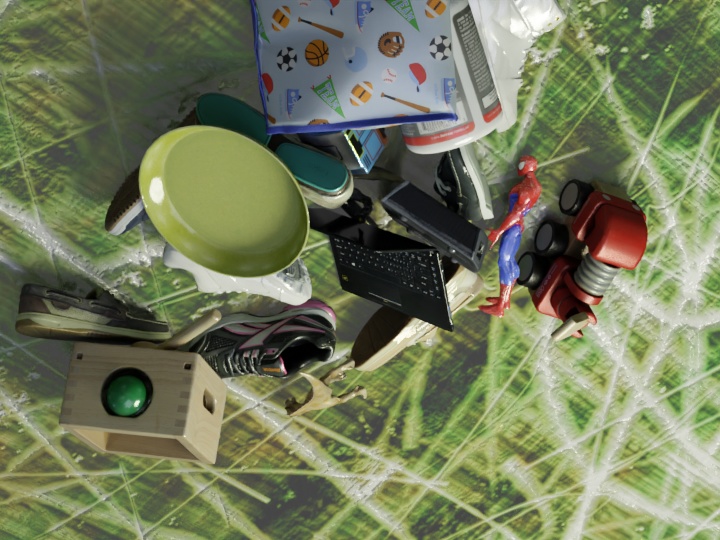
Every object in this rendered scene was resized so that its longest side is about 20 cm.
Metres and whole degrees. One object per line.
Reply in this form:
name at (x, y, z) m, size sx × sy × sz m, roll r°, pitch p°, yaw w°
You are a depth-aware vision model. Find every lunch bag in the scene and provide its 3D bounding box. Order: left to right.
lunch bag at (-0.008, -0.227, 1.424) m, size 0.198 × 0.124 × 0.172 m, roll -6°, pitch 99°, yaw 1°

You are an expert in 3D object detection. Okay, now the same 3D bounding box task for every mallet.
mallet at (0.028, -0.051, 1.736) m, size 0.066 × 0.041 × 0.200 m, roll -30°, pitch 123°, yaw 12°

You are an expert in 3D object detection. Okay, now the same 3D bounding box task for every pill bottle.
pill bottle at (0.074, -0.239, 1.536) m, size 0.115 × 0.116 × 0.202 m, roll -20°, pitch 108°, yaw 0°

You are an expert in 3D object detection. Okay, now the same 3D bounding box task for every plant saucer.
plant saucer at (-0.144, -0.080, 1.540) m, size 0.198 × 0.031 × 0.201 m, roll 12°, pitch 130°, yaw 14°

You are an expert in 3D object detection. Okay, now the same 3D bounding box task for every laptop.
laptop at (0.000, 0.000, 1.660) m, size 0.103 × 0.176 × 0.201 m, roll -44°, pitch 138°, yaw -32°

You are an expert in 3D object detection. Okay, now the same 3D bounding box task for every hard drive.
hard drive at (0.090, -0.051, 1.644) m, size 0.134 × 0.200 × 0.043 m, roll 34°, pitch 89°, yaw 7°

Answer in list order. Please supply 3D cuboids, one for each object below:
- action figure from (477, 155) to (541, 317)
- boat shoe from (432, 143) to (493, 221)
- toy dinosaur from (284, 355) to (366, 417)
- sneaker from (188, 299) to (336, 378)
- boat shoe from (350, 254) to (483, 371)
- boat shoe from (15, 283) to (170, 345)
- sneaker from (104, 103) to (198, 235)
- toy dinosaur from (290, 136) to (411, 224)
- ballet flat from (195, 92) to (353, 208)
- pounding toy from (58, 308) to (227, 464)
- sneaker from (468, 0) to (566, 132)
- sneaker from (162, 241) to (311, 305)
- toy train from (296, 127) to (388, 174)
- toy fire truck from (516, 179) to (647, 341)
action figure at (0.186, -0.046, 1.759) m, size 0.051 × 0.065 × 0.202 m, roll 21°, pitch 109°, yaw 18°
boat shoe at (0.115, -0.101, 1.658) m, size 0.060 × 0.076 × 0.200 m, roll -13°, pitch 156°, yaw 8°
toy dinosaur at (-0.046, 0.157, 1.796) m, size 0.101 × 0.059 × 0.200 m, roll -27°, pitch 170°, yaw -18°
sneaker at (-0.122, 0.100, 1.772) m, size 0.198 × 0.087 × 0.081 m, roll -20°, pitch 126°, yaw 1°
boat shoe at (0.072, 0.065, 1.810) m, size 0.200 × 0.072 × 0.065 m, roll -44°, pitch 123°, yaw 11°
boat shoe at (-0.316, 0.052, 1.698) m, size 0.199 × 0.067 × 0.072 m, roll 8°, pitch 167°, yaw -36°
sneaker at (-0.196, -0.094, 1.622) m, size 0.108 × 0.070 × 0.200 m, roll 37°, pitch 107°, yaw -30°
toy dinosaur at (-0.019, -0.106, 1.648) m, size 0.198 × 0.089 × 0.048 m, roll 15°, pitch 130°, yaw -23°
ballet flat at (-0.099, -0.124, 1.553) m, size 0.199 × 0.068 × 0.062 m, roll 32°, pitch 161°, yaw 6°
pounding toy at (-0.244, 0.136, 1.685) m, size 0.182 × 0.144 × 0.200 m, roll 5°, pitch 161°, yaw 9°
sneaker at (0.183, -0.255, 1.604) m, size 0.115 × 0.074 × 0.201 m, roll -15°, pitch 126°, yaw 1°
sneaker at (-0.151, -0.005, 1.707) m, size 0.199 × 0.078 × 0.099 m, roll 29°, pitch 127°, yaw -27°
toy train at (-0.032, -0.202, 1.549) m, size 0.086 × 0.115 × 0.201 m, roll 1°, pitch 137°, yaw 33°
toy fire truck at (0.276, 0.005, 1.736) m, size 0.128 × 0.201 × 0.177 m, roll 17°, pitch 120°, yaw -25°
